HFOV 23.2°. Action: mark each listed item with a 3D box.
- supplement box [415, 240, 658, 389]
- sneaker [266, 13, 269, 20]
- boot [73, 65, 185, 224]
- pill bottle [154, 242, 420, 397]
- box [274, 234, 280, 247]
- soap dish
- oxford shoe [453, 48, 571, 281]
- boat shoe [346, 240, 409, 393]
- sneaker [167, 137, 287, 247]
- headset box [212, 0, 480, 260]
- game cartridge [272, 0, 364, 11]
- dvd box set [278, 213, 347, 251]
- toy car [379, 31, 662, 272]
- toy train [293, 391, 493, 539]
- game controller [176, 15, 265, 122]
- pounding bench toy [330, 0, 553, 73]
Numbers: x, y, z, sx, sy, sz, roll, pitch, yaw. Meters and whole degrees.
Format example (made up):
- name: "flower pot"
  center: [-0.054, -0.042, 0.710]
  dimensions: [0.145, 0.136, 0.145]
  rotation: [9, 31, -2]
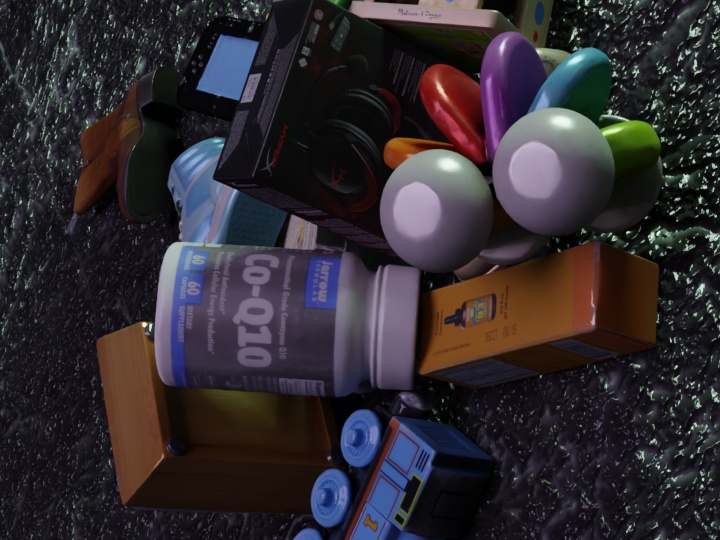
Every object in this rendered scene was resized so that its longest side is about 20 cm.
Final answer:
- name: "supplement box"
  center: [0.125, 0.036, 1.282]
  dimensions: [0.199, 0.068, 0.067]
  rotation: [-17, 62, 50]
- name: "sneaker"
  center: [-0.051, -0.198, 1.550]
  dimensions: [0.076, 0.076, 0.200]
  rotation: [3, 34, 26]
- name: "boot"
  center: [-0.269, -0.107, 1.904]
  dimensions: [0.199, 0.068, 0.190]
  rotation: [-29, 54, 47]
- name: "pill bottle"
  center: [-0.054, 0.039, 1.366]
  dimensions: [0.114, 0.198, 0.115]
  rotation: [3, -90, -87]
- name: "box"
  center: [-0.115, -0.002, 1.629]
  dimensions: [0.075, 0.050, 0.202]
  rotation: [0, 74, 17]
- name: "soap dish"
  center: [-0.111, 0.122, 1.455]
  dimensions: [0.081, 0.198, 0.158]
  rotation: [-51, 42, 43]
- name: "oxford shoe"
  center: [0.110, -0.082, 1.343]
  dimensions: [0.071, 0.073, 0.201]
  rotation: [45, 114, 52]
- name: "boat shoe"
  center: [0.000, 0.000, 1.459]
  dimensions: [0.062, 0.072, 0.202]
  rotation: [6, 84, 53]
- name: "sneaker"
  center: [-0.141, -0.026, 1.584]
  dimensions: [0.131, 0.079, 0.201]
  rotation: [42, 109, 48]
- name: "headset box"
  center: [0.006, -0.103, 1.352]
  dimensions: [0.075, 0.199, 0.150]
  rotation: [4, 73, 60]
- name: "game cartridge"
  center: [-0.021, -0.273, 1.547]
  dimensions: [0.132, 0.041, 0.200]
  rotation: [-24, 31, 0]
- name: "dvd box set"
  center: [-0.038, -0.055, 1.495]
  dimensions: [0.200, 0.029, 0.148]
  rotation: [127, 152, -68]
- name: "toy car"
  center: [0.106, -0.087, 1.218]
  dimensions: [0.199, 0.175, 0.151]
  rotation: [-18, 84, 27]
- name: "toy train"
  center: [0.018, 0.196, 1.355]
  dimensions: [0.114, 0.086, 0.201]
  rotation: [37, 107, 48]
- name: "game controller"
  center: [-0.121, -0.200, 1.753]
  dimensions: [0.199, 0.042, 0.105]
  rotation: [21, 94, 55]
- name: "pounding bench toy"
  center: [0.053, -0.251, 1.383]
  dimensions: [0.198, 0.124, 0.158]
  rotation: [8, 81, 27]
